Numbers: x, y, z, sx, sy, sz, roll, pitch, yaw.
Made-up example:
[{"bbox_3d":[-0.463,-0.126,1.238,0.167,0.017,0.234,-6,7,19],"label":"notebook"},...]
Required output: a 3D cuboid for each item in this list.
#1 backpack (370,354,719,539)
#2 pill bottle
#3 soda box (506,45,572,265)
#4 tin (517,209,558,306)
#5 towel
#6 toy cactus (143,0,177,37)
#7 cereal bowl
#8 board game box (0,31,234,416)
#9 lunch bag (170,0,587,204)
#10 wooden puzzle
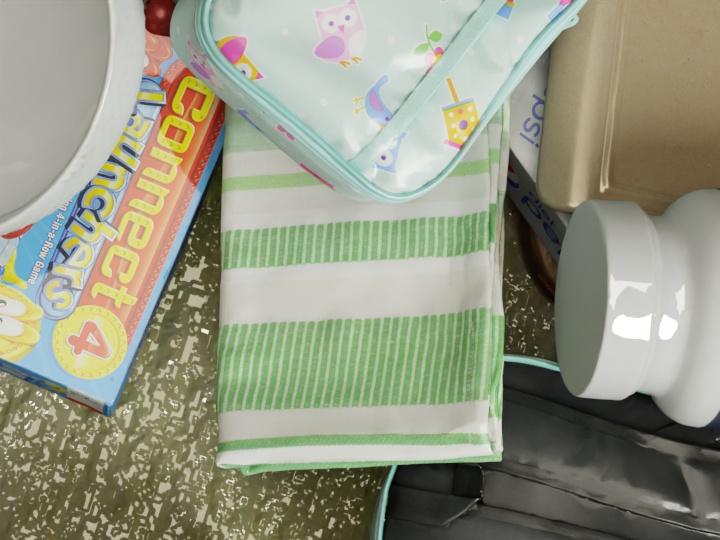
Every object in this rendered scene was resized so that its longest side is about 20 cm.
[{"bbox_3d":[0.101,0.138,1.324,0.199,0.153,0.177,17,79,-5],"label":"backpack"},{"bbox_3d":[0.200,0.020,1.262,0.199,0.116,0.117,5,81,-10],"label":"pill bottle"},{"bbox_3d":[0.119,-0.043,1.361,0.063,0.068,0.200,-34,86,-9],"label":"soda box"},{"bbox_3d":[0.169,-0.059,1.421,0.112,0.042,0.200,38,80,5],"label":"tin"},{"bbox_3d":[0.000,0.000,1.299,0.152,0.023,0.201,-5,70,16],"label":"towel"},{"bbox_3d":[-0.037,-0.150,1.361,0.165,0.200,0.102,30,122,-13],"label":"toy cactus"},{"bbox_3d":[-0.189,-0.114,1.290,0.199,0.083,0.201,2,95,24],"label":"cereal bowl"},{"bbox_3d":[-0.180,-0.054,1.371,0.195,0.056,0.201,22,80,-2],"label":"board game box"},{"bbox_3d":[0.022,-0.140,1.262,0.160,0.077,0.200,40,81,-11],"label":"lunch bag"},{"bbox_3d":[0.192,-0.101,1.338,0.199,0.037,0.186,10,77,-12],"label":"wooden puzzle"}]
